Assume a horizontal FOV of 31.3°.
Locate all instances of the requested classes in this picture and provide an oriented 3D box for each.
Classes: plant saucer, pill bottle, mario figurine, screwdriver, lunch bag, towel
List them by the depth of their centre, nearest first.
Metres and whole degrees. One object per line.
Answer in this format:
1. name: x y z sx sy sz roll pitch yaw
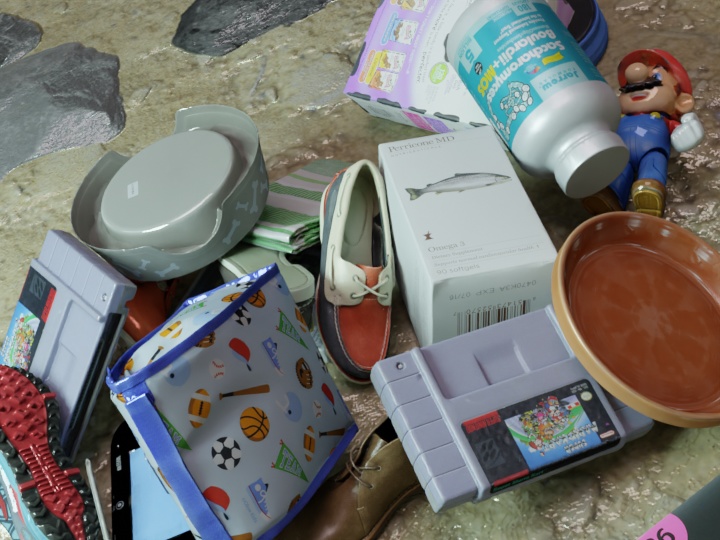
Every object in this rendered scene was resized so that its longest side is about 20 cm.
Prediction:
1. lunch bag: -0.108 0.115 1.009 0.123 0.171 0.200 -24 12 24
2. screwdriver: -0.195 0.241 1.036 0.028 0.029 0.201 -33 54 18
3. plant saucer: 0.246 0.040 1.058 0.198 0.032 0.202 13 50 -16
4. pill bottle: 0.171 -0.165 1.206 0.110 0.111 0.201 -26 61 -8
5. mario figurine: 0.265 -0.146 1.247 0.122 0.106 0.201 18 56 2
6. towel: -0.055 -0.071 1.286 0.152 0.024 0.199 13 30 39

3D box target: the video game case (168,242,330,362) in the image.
1. video game case: -0.070 -0.002 1.280 0.180 0.023 0.201 8 49 27

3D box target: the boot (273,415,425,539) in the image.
1. boot: 0.000 0.169 1.042 0.199 0.076 0.074 -36 47 -16

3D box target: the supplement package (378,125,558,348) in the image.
1. supplement package: 0.093 -0.021 1.163 0.116 0.118 0.201 -11 42 -7

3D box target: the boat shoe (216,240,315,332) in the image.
1. boat shoe: -0.092 0.014 1.202 0.071 0.061 0.201 -8 20 -16

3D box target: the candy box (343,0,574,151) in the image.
1. candy box: 0.104 -0.233 1.373 0.199 0.071 0.169 19 84 34

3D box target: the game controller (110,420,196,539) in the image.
1. game controller: -0.165 0.191 1.101 0.103 0.042 0.201 -16 42 2

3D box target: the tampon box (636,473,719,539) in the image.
1. tampon box: 0.298 0.231 0.833 0.149 0.127 0.200 -33 44 -17

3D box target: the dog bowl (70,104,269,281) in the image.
1. dog bowl: -0.177 -0.072 1.235 0.198 0.059 0.201 -16 40 14

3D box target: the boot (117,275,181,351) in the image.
1. boot: -0.207 0.006 1.259 0.107 0.075 0.201 -35 39 10

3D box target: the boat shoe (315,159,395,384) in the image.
1. boat shoe: 0.000 0.000 1.167 0.071 0.063 0.202 5 71 -25

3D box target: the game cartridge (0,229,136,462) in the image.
1. game cartridge: -0.280 0.077 1.174 0.129 0.038 0.202 30 104 37

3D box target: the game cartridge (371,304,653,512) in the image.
1. game cartridge: 0.123 0.103 1.020 0.198 0.039 0.130 -16 59 -22

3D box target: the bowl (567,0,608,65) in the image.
1. bowl: 0.179 -0.268 1.457 0.199 0.040 0.202 -10 44 9

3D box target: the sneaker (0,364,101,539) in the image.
1. sneaker: -0.298 0.174 1.104 0.079 0.096 0.201 0 49 -42
